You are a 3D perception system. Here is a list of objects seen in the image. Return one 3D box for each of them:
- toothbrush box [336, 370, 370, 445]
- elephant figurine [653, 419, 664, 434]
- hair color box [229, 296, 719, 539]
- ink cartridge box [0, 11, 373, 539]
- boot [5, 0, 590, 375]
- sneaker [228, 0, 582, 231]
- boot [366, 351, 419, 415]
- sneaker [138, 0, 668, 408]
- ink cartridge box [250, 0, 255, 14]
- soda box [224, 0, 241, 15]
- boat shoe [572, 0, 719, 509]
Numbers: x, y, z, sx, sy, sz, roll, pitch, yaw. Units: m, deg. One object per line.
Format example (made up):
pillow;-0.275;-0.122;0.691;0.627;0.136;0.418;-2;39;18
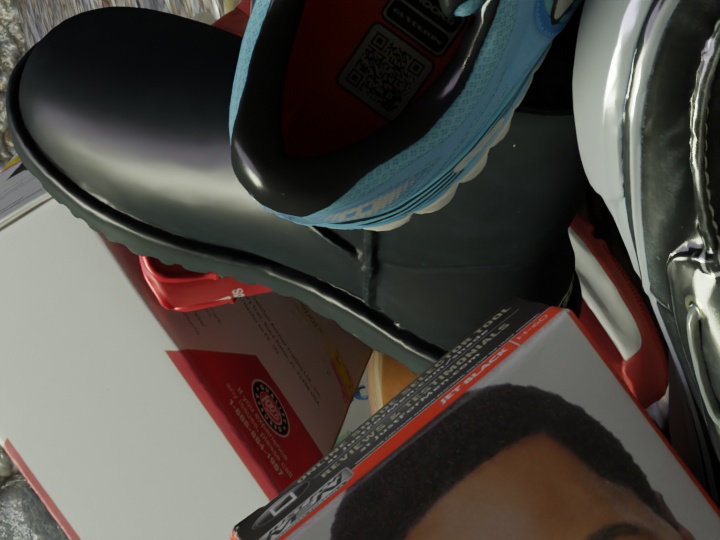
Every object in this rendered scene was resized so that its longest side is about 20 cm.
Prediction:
toothbrush box;-0.003;0.160;1.129;0.147;0.085;0.201;-58;44;50
elephant figurine;0.061;0.115;0.782;0.200;0.140;0.156;-93;21;-68
hair color box;0.067;0.116;0.604;0.200;0.101;0.061;52;175;-7
ink cartridge box;-0.071;0.009;0.899;0.146;0.082;0.200;56;-159;-13
boot;-0.017;-0.058;0.664;0.199;0.077;0.169;29;152;16
sneaker;0.034;-0.088;0.511;0.201;0.078;0.090;-61;-6;16
boot;0.050;0.105;0.923;0.155;0.073;0.202;163;90;-78
sneaker;0.000;0.000;0.784;0.200;0.115;0.078;45;170;23
ink cartridge box;-0.014;-0.201;0.740;0.199;0.043;0.201;98;172;-55
soda box;-0.016;-0.135;0.943;0.200;0.064;0.068;95;156;-60
boat shoe;0.104;0.002;0.558;0.071;0.072;0.201;49;164;48
